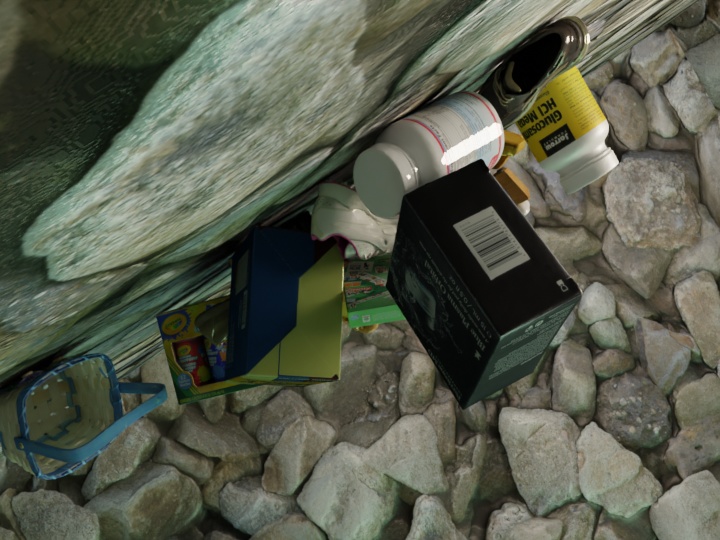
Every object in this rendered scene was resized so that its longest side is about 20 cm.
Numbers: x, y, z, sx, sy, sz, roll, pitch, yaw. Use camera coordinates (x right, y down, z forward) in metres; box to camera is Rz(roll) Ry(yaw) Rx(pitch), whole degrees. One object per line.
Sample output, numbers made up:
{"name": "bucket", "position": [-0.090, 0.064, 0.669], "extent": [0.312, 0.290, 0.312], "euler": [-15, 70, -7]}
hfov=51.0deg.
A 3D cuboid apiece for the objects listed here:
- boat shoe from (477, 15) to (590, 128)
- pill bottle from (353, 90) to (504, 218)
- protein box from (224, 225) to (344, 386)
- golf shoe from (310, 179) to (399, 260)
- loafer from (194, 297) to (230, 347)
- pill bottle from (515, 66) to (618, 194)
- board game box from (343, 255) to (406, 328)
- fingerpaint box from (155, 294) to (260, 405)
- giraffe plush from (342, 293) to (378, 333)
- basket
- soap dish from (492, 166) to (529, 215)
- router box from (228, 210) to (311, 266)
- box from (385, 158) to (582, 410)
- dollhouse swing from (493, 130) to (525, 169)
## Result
{"name": "boat shoe", "position": [0.200, -0.249, 0.969], "extent": [0.072, 0.076, 0.200], "euler": [-18, 161, -46]}
{"name": "pill bottle", "position": [0.084, -0.141, 0.929], "extent": [0.198, 0.110, 0.108], "euler": [-33, -178, -38]}
{"name": "protein box", "position": [-0.115, 0.061, 1.103], "extent": [0.131, 0.205, 0.200], "euler": [5, 168, -17]}
{"name": "golf shoe", "position": [0.016, -0.047, 1.037], "extent": [0.094, 0.196, 0.075], "euler": [-68, -160, -8]}
{"name": "loafer", "position": [-0.184, 0.064, 1.281], "extent": [0.196, 0.069, 0.076], "euler": [-28, 180, 5]}
{"name": "pill bottle", "position": [0.282, -0.218, 1.079], "extent": [0.111, 0.203, 0.112], "euler": [-31, -179, 0]}
{"name": "board game box", "position": [0.072, 0.014, 1.060], "extent": [0.194, 0.030, 0.136], "euler": [-9, -145, -2]}
{"name": "fingerpaint box", "position": [-0.252, 0.135, 1.373], "extent": [0.194, 0.172, 0.073], "euler": [-13, -177, 11]}
{"name": "giraffe plush", "position": [0.000, 0.000, 1.193], "extent": [0.164, 0.199, 0.172], "euler": [-52, -164, -5]}
{"name": "basket", "position": [-0.379, 0.192, 1.001], "extent": [0.195, 0.143, 0.176], "euler": [3, -162, 26]}
{"name": "soap dish", "position": [0.187, -0.099, 1.271], "extent": [0.196, 0.083, 0.157], "euler": [-27, -176, 16]}
{"name": "router box", "position": [-0.145, -0.032, 1.322], "extent": [0.155, 0.053, 0.200], "euler": [-32, -179, -5]}
{"name": "box", "position": [0.132, 0.022, 0.887], "extent": [0.115, 0.199, 0.202], "euler": [-24, 153, -18]}
{"name": "dollhouse swing", "position": [0.152, -0.143, 1.221], "extent": [0.200, 0.177, 0.181], "euler": [-34, 139, -66]}
